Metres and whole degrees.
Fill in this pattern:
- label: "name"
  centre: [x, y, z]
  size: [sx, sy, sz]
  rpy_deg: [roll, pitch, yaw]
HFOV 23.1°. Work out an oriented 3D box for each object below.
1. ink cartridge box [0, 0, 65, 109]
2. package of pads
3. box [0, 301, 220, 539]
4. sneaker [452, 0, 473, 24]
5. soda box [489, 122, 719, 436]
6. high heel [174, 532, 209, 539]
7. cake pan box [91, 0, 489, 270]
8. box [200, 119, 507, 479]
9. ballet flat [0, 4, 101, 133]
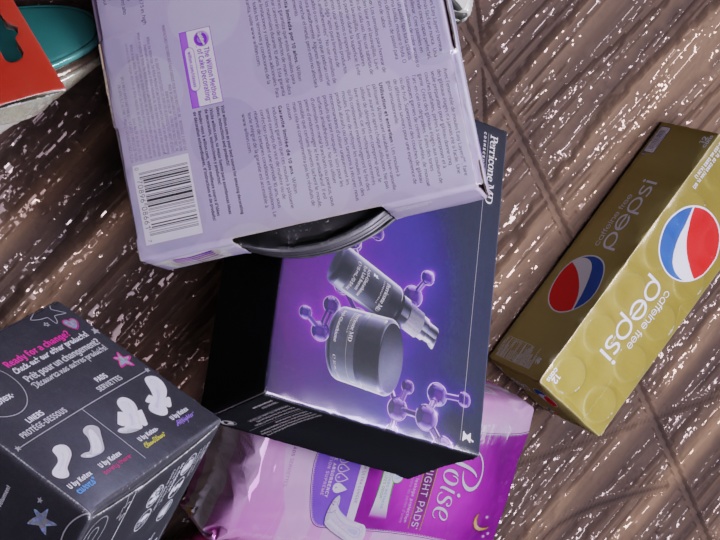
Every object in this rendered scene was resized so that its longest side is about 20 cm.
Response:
- label: "ink cartridge box"
  centre: [-0.255, -0.113, 0.857]
  size: [0.199, 0.109, 0.050]
  rpy_deg: [-18, 142, -24]
- label: "package of pads"
  centre: [-0.002, 0.113, 1.068]
  size: [0.199, 0.076, 0.121]
  rpy_deg: [14, 96, -30]
- label: "box"
  centre: [-0.179, 0.137, 0.876]
  size: [0.200, 0.115, 0.132]
  rpy_deg: [-61, 168, 26]
- label: "sneaker"
  centre: [-0.004, -0.226, 1.003]
  size: [0.200, 0.078, 0.090]
  rpy_deg: [38, 63, -31]
- label: "soda box"
  centre: [0.176, 0.004, 1.144]
  size: [0.068, 0.064, 0.200]
  rpy_deg: [42, 82, -29]
- label: "high heel"
  centre: [-0.084, 0.236, 0.993]
  size: [0.096, 0.201, 0.068]
  rpy_deg: [-1, 146, -12]
- label: "cake pan box"
  centre: [-0.039, -0.108, 0.912]
  size: [0.183, 0.052, 0.201]
  rpy_deg: [-14, 82, 10]
- label: "box"
  centre: [0.000, 0.000, 0.994]
  size: [0.141, 0.079, 0.201]
  rpy_deg: [19, 65, -30]
- label: "ballet flat"
  centre: [-0.226, -0.088, 0.919]
  size: [0.199, 0.068, 0.063]
  rpy_deg: [-17, 142, -24]
